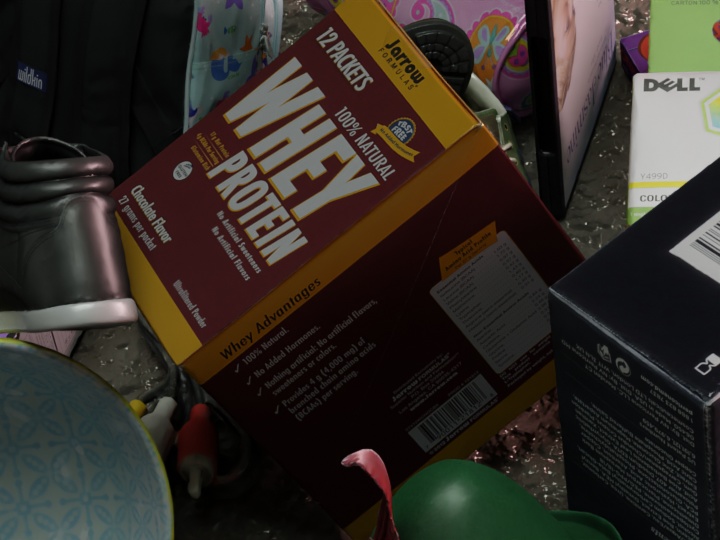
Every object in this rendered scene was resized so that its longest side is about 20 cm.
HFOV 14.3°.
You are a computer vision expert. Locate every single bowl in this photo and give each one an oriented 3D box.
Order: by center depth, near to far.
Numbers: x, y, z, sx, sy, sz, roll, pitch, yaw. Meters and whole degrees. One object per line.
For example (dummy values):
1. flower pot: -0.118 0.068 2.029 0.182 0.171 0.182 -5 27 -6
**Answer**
1. bowl: -0.202 0.127 1.520 0.199 0.201 0.108 -19 11 -8

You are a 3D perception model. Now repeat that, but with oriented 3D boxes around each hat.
1. hat: 0.028 0.106 1.420 0.165 0.177 0.199 -40 24 -28

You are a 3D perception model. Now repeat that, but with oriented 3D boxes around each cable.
1. cable: -0.100 0.063 1.629 0.096 0.051 0.201 -3 46 11

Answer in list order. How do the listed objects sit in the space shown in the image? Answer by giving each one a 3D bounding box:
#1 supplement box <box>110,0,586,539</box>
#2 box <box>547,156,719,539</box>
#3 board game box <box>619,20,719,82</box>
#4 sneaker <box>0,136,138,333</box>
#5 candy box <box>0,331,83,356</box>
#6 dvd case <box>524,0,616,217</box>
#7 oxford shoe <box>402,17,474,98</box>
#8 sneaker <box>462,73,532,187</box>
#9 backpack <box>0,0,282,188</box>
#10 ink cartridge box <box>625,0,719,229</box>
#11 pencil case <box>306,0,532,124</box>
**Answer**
1. supplement box: 0.000 0.000 1.526 0.197 0.200 0.133 -39 47 2
2. box: 0.207 0.051 1.469 0.196 0.201 0.117 -36 50 -24
3. board game box: 0.273 -0.129 1.763 0.199 0.032 0.120 -19 41 -7
4. sneaker: -0.172 -0.017 1.490 0.070 0.100 0.200 -4 -1 -29
5. candy box: -0.258 0.031 1.679 0.167 0.072 0.201 8 48 19
6. dvd case: 0.125 -0.150 1.688 0.017 0.201 0.143 8 48 15
7. oxford shoe: -0.008 -0.093 1.691 0.200 0.073 0.085 -39 26 32
8. sneaker: 0.066 -0.050 1.680 0.067 0.090 0.201 -16 45 -6
9. backpack: -0.137 -0.154 1.753 0.177 0.201 0.150 21 32 30
10. ink cartridge box: 0.231 -0.097 1.666 0.147 0.076 0.201 -1 63 10
11. pencil case: 0.051 -0.163 1.802 0.087 0.088 0.200 -38 50 -25
